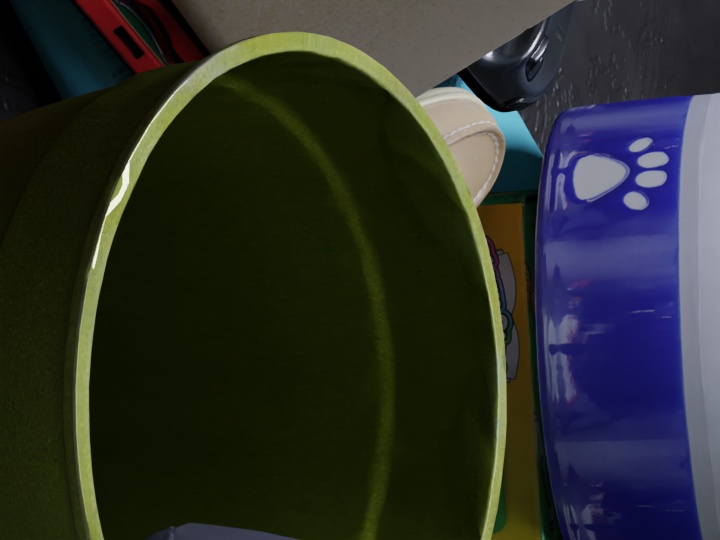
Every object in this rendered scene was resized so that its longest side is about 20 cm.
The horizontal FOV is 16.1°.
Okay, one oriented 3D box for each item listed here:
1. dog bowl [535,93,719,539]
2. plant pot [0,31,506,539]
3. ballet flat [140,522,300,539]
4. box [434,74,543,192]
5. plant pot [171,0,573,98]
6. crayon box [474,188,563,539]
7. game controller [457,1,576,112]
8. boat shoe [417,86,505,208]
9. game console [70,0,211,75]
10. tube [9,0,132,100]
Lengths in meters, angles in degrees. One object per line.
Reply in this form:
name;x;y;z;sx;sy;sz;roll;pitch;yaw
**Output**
dog bowl;0.128;0.028;1.057;0.200;0.079;0.201;-3;90;-76
plant pot;-0.091;0.038;0.748;0.200;0.193;0.201;4;85;-56
ballet flat;0.010;0.105;0.663;0.200;0.073;0.073;20;72;-54
box;0.039;-0.033;1.123;0.200;0.082;0.049;55;45;-40
plant pot;-0.006;-0.199;0.897;0.177;0.200;0.200;38;34;-37
crayon box;0.027;0.069;1.059;0.058;0.119;0.201;-11;98;-69
game controller;0.060;-0.163;1.043;0.104;0.042;0.200;40;48;-29
boat shoe;0.000;0.000;0.946;0.200;0.065;0.072;-39;140;-39
game console;-0.066;-0.130;0.975;0.200;0.031;0.177;52;25;-42
tube;-0.098;-0.093;0.953;0.200;0.050;0.077;65;27;-25
